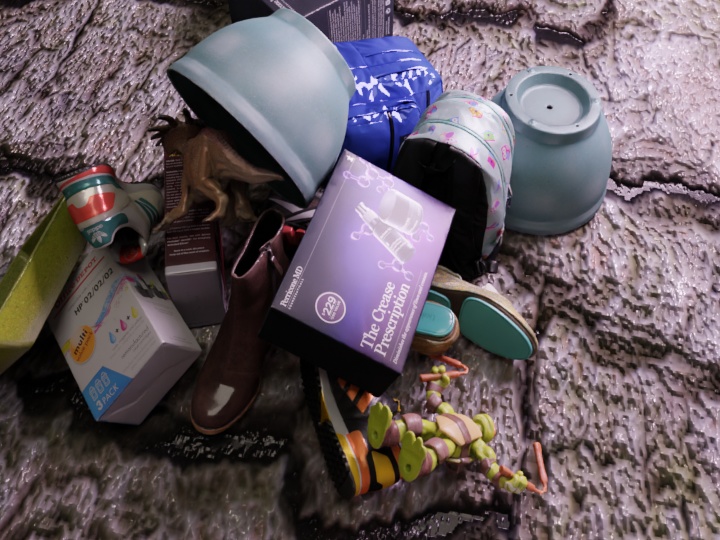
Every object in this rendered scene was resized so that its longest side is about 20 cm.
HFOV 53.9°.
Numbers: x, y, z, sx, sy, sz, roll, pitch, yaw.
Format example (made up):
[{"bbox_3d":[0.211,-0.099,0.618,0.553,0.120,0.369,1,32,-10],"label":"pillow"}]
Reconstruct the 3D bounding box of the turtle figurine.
[{"bbox_3d":[0.082,0.159,0.710,0.158,0.065,0.201,5,35,-40],"label":"turtle figurine"}]

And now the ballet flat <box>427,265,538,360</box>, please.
[{"bbox_3d":[0.118,0.035,0.819,0.196,0.071,0.071,22,58,16],"label":"ballet flat"}]

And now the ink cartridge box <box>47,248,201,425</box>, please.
[{"bbox_3d":[-0.273,0.052,0.781,0.115,0.068,0.201,-46,60,10],"label":"ink cartridge box"}]

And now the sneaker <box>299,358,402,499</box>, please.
[{"bbox_3d":[-0.006,0.137,0.754,0.088,0.071,0.203,-5,54,-21],"label":"sneaker"}]

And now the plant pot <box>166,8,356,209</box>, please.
[{"bbox_3d":[-0.087,-0.185,0.753,0.199,0.201,0.135,39,82,25],"label":"plant pot"}]

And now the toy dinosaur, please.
[{"bbox_3d":[-0.162,-0.117,0.747,0.084,0.198,0.140,-5,91,-40],"label":"toy dinosaur"}]

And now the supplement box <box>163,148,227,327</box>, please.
[{"bbox_3d":[-0.199,-0.048,0.852,0.059,0.110,0.204,-7,56,-8],"label":"supplement box"}]

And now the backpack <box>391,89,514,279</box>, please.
[{"bbox_3d":[0.104,-0.103,0.828,0.163,0.202,0.128,18,57,15],"label":"backpack"}]

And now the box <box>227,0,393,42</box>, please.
[{"bbox_3d":[-0.080,-0.419,1.101,0.195,0.125,0.200,-33,61,-18],"label":"box"}]

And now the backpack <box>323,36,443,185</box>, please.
[{"bbox_3d":[0.014,-0.198,0.925,0.196,0.165,0.169,-18,54,-22],"label":"backpack"}]

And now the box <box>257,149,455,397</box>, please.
[{"bbox_3d":[0.000,0.000,0.720,0.138,0.079,0.203,25,59,-4],"label":"box"}]

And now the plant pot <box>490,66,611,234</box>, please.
[{"bbox_3d":[0.232,-0.169,0.906,0.194,0.136,0.204,0,55,1],"label":"plant pot"}]

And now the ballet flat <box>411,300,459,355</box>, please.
[{"bbox_3d":[0.017,0.049,0.802,0.195,0.073,0.069,17,57,13],"label":"ballet flat"}]

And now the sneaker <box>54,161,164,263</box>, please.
[{"bbox_3d":[-0.259,-0.050,0.777,0.069,0.200,0.096,-21,84,2],"label":"sneaker"}]

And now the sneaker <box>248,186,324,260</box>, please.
[{"bbox_3d":[-0.040,-0.060,0.854,0.195,0.071,0.101,8,77,21],"label":"sneaker"}]

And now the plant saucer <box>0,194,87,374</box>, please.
[{"bbox_3d":[-0.373,0.031,0.785,0.047,0.198,0.203,33,51,-26],"label":"plant saucer"}]

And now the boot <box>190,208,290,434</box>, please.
[{"bbox_3d":[-0.129,0.053,0.743,0.071,0.168,0.203,19,57,11],"label":"boot"}]
